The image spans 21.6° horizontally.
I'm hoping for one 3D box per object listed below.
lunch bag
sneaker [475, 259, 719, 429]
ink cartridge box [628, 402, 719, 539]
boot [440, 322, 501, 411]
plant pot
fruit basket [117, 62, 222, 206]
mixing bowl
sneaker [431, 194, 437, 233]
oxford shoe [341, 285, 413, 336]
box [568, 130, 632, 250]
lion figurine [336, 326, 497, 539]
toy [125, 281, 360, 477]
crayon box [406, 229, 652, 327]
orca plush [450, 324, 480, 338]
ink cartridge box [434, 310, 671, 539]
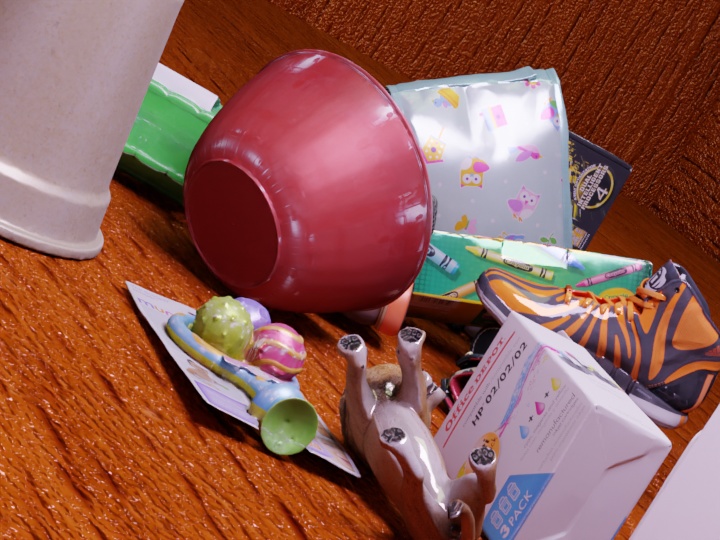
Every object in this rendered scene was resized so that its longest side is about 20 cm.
[{"bbox_3d":[0.103,-0.082,1.721,0.169,0.202,0.122,-6,17,-9],"label":"lunch bag"},{"bbox_3d":[0.194,0.027,1.461,0.199,0.113,0.078,30,17,-5],"label":"sneaker"},{"bbox_3d":[0.310,0.200,1.295,0.200,0.145,0.147,37,11,26],"label":"ink cartridge box"},{"bbox_3d":[0.118,0.085,1.484,0.153,0.074,0.203,19,15,-40],"label":"boot"},{"bbox_3d":[-0.216,-0.139,1.243,0.199,0.184,0.201,30,11,-6],"label":"plant pot"},{"bbox_3d":[-0.167,-0.124,1.570,0.184,0.094,0.200,29,6,-3],"label":"fruit basket"},{"bbox_3d":[-0.057,-0.049,1.364,0.200,0.201,0.108,37,41,28],"label":"mixing bowl"},{"bbox_3d":[-0.019,-0.038,1.488,0.091,0.078,0.199,17,-14,-39],"label":"sneaker"},{"bbox_3d":[0.000,0.000,1.550,0.072,0.072,0.200,17,6,-6],"label":"oxford shoe"},{"bbox_3d":[0.158,-0.052,1.872,0.160,0.201,0.049,25,10,-33],"label":"box"},{"bbox_3d":[0.032,0.113,1.108,0.072,0.123,0.201,-11,38,-6],"label":"lion figurine"},{"bbox_3d":[-0.068,0.050,1.171,0.115,0.047,0.200,28,11,-28],"label":"toy"},{"bbox_3d":[0.135,0.016,1.598,0.198,0.059,0.119,8,-10,-4],"label":"crayon box"},{"bbox_3d":[0.139,0.046,1.721,0.105,0.071,0.200,30,11,-7],"label":"orca plush"},{"bbox_3d":[0.114,0.107,1.243,0.068,0.116,0.200,27,10,-22],"label":"ink cartridge box"}]
